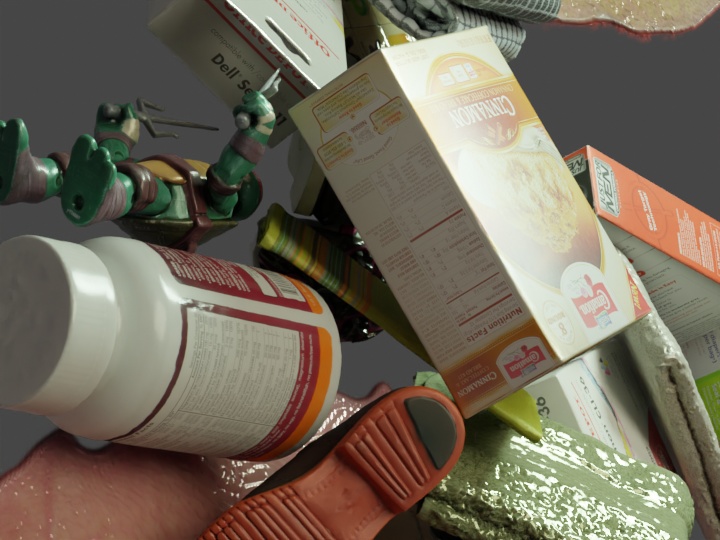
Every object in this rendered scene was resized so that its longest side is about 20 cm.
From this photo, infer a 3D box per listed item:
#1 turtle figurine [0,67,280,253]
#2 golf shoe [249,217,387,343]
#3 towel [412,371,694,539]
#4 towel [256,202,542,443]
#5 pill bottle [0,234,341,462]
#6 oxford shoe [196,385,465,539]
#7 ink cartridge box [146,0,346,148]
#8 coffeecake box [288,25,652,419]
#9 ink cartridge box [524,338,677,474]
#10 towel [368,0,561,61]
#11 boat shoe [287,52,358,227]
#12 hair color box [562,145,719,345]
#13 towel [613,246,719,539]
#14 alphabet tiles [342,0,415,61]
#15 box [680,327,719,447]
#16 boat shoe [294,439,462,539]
[{"bbox_3d":[-0.109,-0.058,1.362,0.200,0.150,0.101,-7,90,-52],"label":"turtle figurine"},{"bbox_3d":[0.000,0.000,1.530,0.200,0.073,0.092,18,26,-43],"label":"golf shoe"},{"bbox_3d":[0.114,0.133,1.439,0.200,0.036,0.148,27,26,-9],"label":"towel"},{"bbox_3d":[0.022,0.032,1.409,0.200,0.018,0.086,37,11,-7],"label":"towel"},{"bbox_3d":[-0.112,0.041,1.312,0.200,0.110,0.110,14,58,-47],"label":"pill bottle"},{"bbox_3d":[-0.029,0.138,1.339,0.071,0.200,0.073,56,-9,-7],"label":"oxford shoe"},{"bbox_3d":[-0.069,-0.156,1.478,0.117,0.067,0.200,44,20,-25],"label":"ink cartridge box"},{"bbox_3d":[0.066,-0.032,1.391,0.200,0.073,0.154,60,27,4],"label":"coffeecake box"},{"bbox_3d":[0.139,0.122,1.582,0.117,0.067,0.200,65,22,2],"label":"ink cartridge box"},{"bbox_3d":[0.035,-0.234,1.616,0.200,0.086,0.166,47,18,13],"label":"towel"},{"bbox_3d":[-0.008,-0.082,1.512,0.063,0.074,0.201,15,24,-10],"label":"boat shoe"},{"bbox_3d":[0.190,-0.012,1.736,0.200,0.101,0.061,26,49,-42],"label":"hair color box"},{"bbox_3d":[0.214,0.089,1.673,0.133,0.034,0.200,-115,180,-51],"label":"towel"},{"bbox_3d":[0.006,-0.186,1.693,0.200,0.006,0.166,-14,80,-54],"label":"alphabet tiles"},{"bbox_3d":[0.317,0.082,1.832,0.101,0.112,0.200,-1,68,-53],"label":"box"},{"bbox_3d":[0.028,0.142,1.459,0.199,0.074,0.066,36,42,-34],"label":"boat shoe"}]
